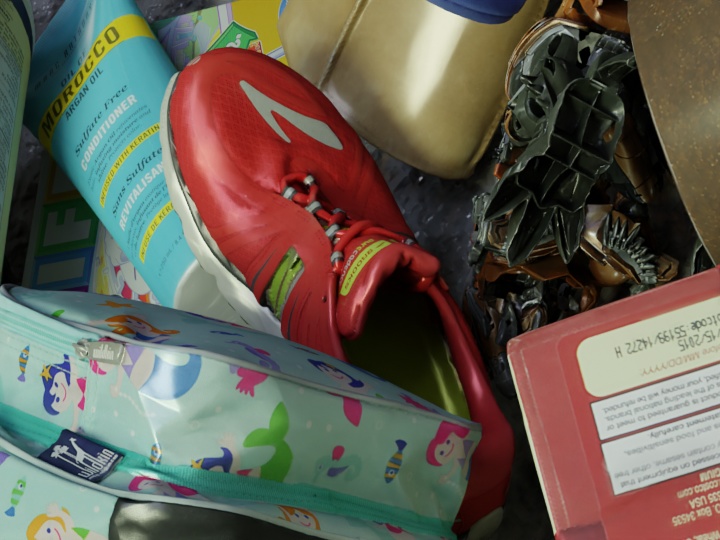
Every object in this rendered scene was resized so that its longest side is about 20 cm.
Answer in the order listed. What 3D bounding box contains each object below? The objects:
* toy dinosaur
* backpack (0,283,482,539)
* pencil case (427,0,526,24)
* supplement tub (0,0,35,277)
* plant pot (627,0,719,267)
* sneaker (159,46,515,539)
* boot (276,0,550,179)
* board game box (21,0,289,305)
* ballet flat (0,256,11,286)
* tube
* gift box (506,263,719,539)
[{"bbox_3d":[0.076,-0.049,0.962,0.102,0.201,0.136,-7,23,-8],"label":"toy dinosaur"},{"bbox_3d":[-0.069,0.087,0.901,0.200,0.177,0.151,3,79,45],"label":"backpack"},{"bbox_3d":[0.079,-0.172,0.951,0.200,0.087,0.078,-47,59,19],"label":"pencil case"},{"bbox_3d":[-0.204,-0.034,1.095,0.145,0.145,0.200,-22,47,29],"label":"supplement tub"},{"bbox_3d":[0.186,-0.070,0.822,0.200,0.187,0.187,-20,56,16],"label":"plant pot"},{"bbox_3d":[0.000,0.000,0.983,0.077,0.085,0.200,-26,75,-20],"label":"sneaker"},{"bbox_3d":[0.015,-0.162,1.058,0.175,0.066,0.200,41,117,29],"label":"boot"},{"bbox_3d":[-0.073,-0.006,1.132,0.134,0.034,0.201,-11,62,35],"label":"board game box"},{"bbox_3d":[-0.182,0.067,1.168,0.066,0.057,0.201,-17,59,34],"label":"ballet flat"},{"bbox_3d":[-0.084,-0.046,1.110,0.077,0.050,0.200,-49,42,10],"label":"tube"},{"bbox_3d":[0.155,0.083,0.778,0.184,0.187,0.200,-14,61,11],"label":"gift box"}]
